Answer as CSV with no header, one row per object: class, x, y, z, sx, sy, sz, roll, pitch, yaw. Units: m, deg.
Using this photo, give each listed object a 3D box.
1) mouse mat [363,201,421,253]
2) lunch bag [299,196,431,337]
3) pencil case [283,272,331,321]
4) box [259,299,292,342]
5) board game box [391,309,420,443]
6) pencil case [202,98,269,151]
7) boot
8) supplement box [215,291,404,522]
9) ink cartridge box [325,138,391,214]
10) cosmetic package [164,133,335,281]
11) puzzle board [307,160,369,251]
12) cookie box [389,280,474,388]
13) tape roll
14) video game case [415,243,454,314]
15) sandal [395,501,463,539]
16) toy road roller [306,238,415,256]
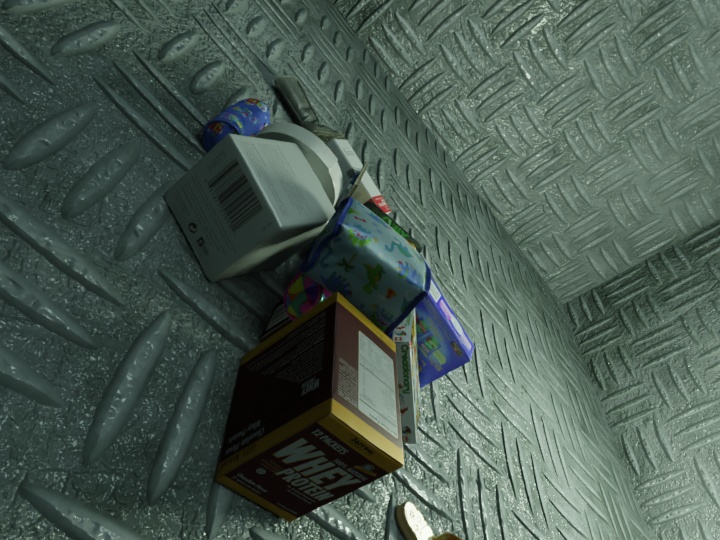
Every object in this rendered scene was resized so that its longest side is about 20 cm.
mouse mat,0.018,-0.023,1.159,0.160,0.201,0.008,40,-13,-6
lunch bag,0.015,-0.022,0.859,0.169,0.128,0.201,38,27,-10
pencil case,-0.031,0.068,0.901,0.199,0.088,0.089,27,38,-44
box,-0.068,0.139,0.934,0.201,0.074,0.101,50,25,-19
board game box,0.082,0.182,0.979,0.127,0.034,0.203,-69,156,-65
pencil case,-0.241,-0.284,1.108,0.086,0.078,0.201,29,30,-6
boot,-0.136,-0.424,1.511,0.201,0.072,0.181,57,21,15
supplement box,-0.063,0.180,0.738,0.133,0.196,0.201,42,27,-28
ink cartridge box,-0.047,-0.176,1.268,0.201,0.143,0.084,57,23,0
cosmetic package,-0.171,-0.103,0.915,0.166,0.164,0.199,60,25,7
puzzle board,-0.049,-0.125,1.145,0.017,0.201,0.151,32,28,-8
cookie box,0.092,0.137,1.084,0.172,0.199,0.075,57,23,-1
tape roll,-0.127,-0.184,1.060,0.203,0.202,0.037,48,50,-19
video game case,0.086,0.072,1.182,0.202,0.181,0.022,63,3,15
sandal,0.146,0.473,0.936,0.213,0.069,0.078,54,24,-7
toy road roller,0.000,0.000,1.053,0.198,0.147,0.123,24,50,20
